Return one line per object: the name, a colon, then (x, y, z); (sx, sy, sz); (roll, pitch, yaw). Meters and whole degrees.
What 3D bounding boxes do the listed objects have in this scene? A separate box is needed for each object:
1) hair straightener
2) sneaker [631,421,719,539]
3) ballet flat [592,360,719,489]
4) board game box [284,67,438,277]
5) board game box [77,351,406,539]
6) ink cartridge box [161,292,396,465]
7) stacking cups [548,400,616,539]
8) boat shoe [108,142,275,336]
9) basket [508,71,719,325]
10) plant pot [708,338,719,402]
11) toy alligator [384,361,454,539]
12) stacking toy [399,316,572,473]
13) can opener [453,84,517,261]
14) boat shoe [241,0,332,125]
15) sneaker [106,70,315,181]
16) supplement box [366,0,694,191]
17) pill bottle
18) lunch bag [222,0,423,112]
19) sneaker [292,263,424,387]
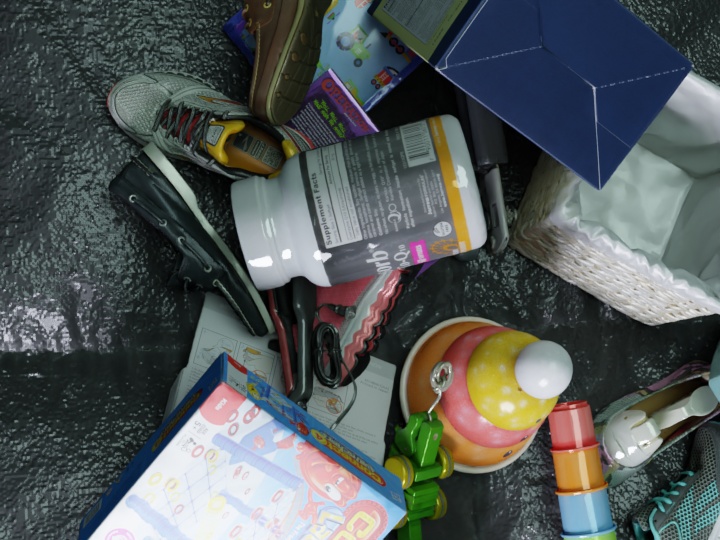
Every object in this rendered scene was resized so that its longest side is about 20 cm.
hair straightener: (-0.042, 0.050, 1.293); (0.041, 0.076, 0.202); (32, 47, -56)
sneaker: (0.305, 0.235, 1.425); (0.091, 0.078, 0.202); (19, 73, -10)
ballet flat: (0.286, 0.144, 1.435); (0.199, 0.071, 0.070); (-29, 90, -21)
board game box: (-0.011, -0.071, 1.378); (0.120, 0.032, 0.201); (-37, 93, 9)
board game box: (-0.099, 0.204, 1.239); (0.195, 0.056, 0.200); (36, 104, -17)
ink cartridge box: (-0.073, 0.132, 1.335); (0.199, 0.045, 0.177); (22, 48, -13)
stacking cups: (0.211, 0.223, 1.384); (0.060, 0.060, 0.202); (-10, 92, -20)
boat shoe: (-0.152, -0.014, 1.322); (0.066, 0.074, 0.200); (-35, 100, -9)
basket: (0.268, -0.075, 1.425); (0.199, 0.161, 0.199); (28, 72, -12)
plant pot: (0.428, 0.085, 1.422); (0.200, 0.141, 0.142); (-33, 90, -42)
toy alligator: (0.047, 0.164, 1.335); (0.059, 0.054, 0.202); (-7, 114, -37)
stacking toy: (0.129, 0.101, 1.323); (0.145, 0.200, 0.148); (3, 79, -17)
can opener: (0.111, -0.112, 1.437); (0.066, 0.053, 0.202); (-1, 79, -18)
boat shoe: (-0.071, -0.220, 1.324); (0.067, 0.072, 0.202); (7, 67, 15)
sneaker: (-0.132, -0.128, 1.325); (0.198, 0.082, 0.078); (19, 93, 6)
supplement box: (0.142, -0.203, 1.299); (0.199, 0.200, 0.135); (33, 100, -27)
pill bottle: (-0.001, -0.052, 1.249); (0.198, 0.116, 0.117); (-15, 84, 3)
lunch bag: (-0.019, -0.228, 1.407); (0.200, 0.094, 0.151); (-43, 96, -10)
sneaker: (0.000, 0.000, 1.337); (0.086, 0.074, 0.201); (29, 91, 12)
